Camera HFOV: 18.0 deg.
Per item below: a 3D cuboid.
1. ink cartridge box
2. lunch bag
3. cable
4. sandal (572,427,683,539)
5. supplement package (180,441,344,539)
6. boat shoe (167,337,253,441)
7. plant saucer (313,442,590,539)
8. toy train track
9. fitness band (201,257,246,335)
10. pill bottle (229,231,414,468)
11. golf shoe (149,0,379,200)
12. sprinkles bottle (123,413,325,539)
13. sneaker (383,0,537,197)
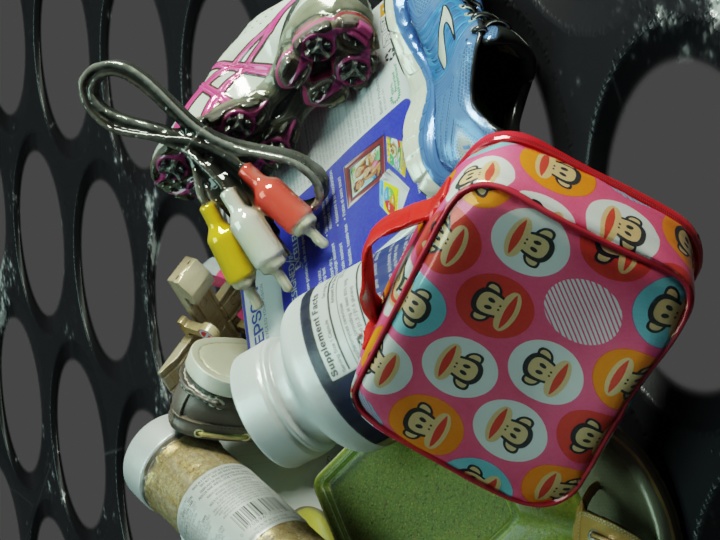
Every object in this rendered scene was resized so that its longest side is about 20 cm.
[{"bbox_3d":[-0.011,-0.062,1.548,0.200,0.047,0.198,-41,44,38],"label":"ink cartridge box"},{"bbox_3d":[0.080,0.025,1.289,0.200,0.176,0.082,-60,5,36],"label":"lunch bag"},{"bbox_3d":[-0.100,-0.074,1.508,0.097,0.200,0.050,-42,5,18],"label":"cable"},{"bbox_3d":[0.154,0.179,1.337,0.080,0.054,0.200,128,132,-59],"label":"sandal"},{"bbox_3d":[-0.021,0.226,1.640,0.151,0.151,0.200,112,145,-49],"label":"supplement package"},{"bbox_3d":[-0.043,0.091,1.592,0.072,0.200,0.060,52,124,42],"label":"boat shoe"},{"bbox_3d":[0.049,0.152,1.480,0.200,0.048,0.200,-47,47,26],"label":"plant saucer"},{"bbox_3d":[-0.079,0.066,1.620,0.032,0.115,0.200,15,148,37],"label":"toy train track"},{"bbox_3d":[-0.055,0.045,1.743,0.144,0.037,0.200,52,168,-20],"label":"fitness band"},{"bbox_3d":[0.020,0.046,1.428,0.200,0.111,0.111,-29,62,23],"label":"pill bottle"},{"bbox_3d":[-0.067,-0.125,1.565,0.200,0.073,0.092,-38,37,22],"label":"golf shoe"},{"bbox_3d":[-0.082,0.170,1.525,0.200,0.068,0.068,37,130,45],"label":"sprinkles bottle"},{"bbox_3d":[0.074,-0.138,1.446,0.089,0.078,0.200,-30,54,36],"label":"sneaker"}]
